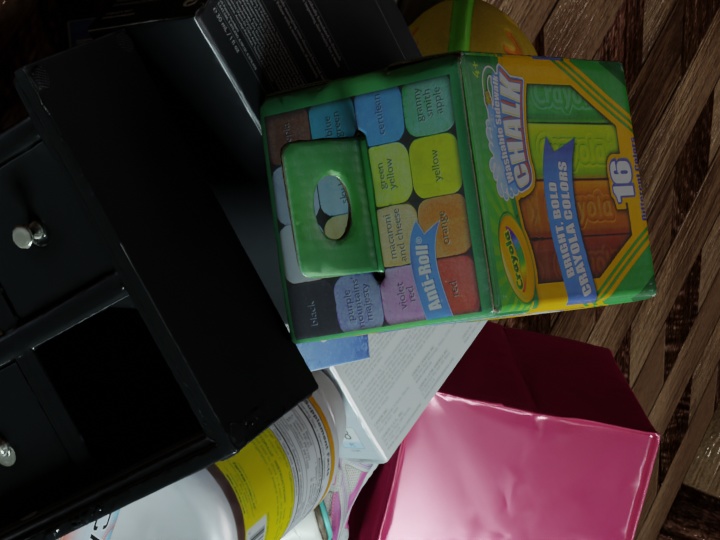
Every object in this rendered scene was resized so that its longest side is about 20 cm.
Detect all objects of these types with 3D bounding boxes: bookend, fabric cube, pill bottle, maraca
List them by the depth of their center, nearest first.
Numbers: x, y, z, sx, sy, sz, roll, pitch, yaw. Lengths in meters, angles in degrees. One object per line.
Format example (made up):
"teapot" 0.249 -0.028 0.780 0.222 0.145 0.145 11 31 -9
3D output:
"bookend" -0.158 0.021 1.079 0.201 0.198 0.092 62 30 -3
"pill bottle" -0.083 0.121 1.341 0.200 0.109 0.110 -36 142 -60
"maraca" 0.067 -0.116 1.426 0.200 0.106 0.138 -77 170 -64
"fabric cube" 0.098 0.162 1.726 0.200 0.198 0.198 -103 -153 -72

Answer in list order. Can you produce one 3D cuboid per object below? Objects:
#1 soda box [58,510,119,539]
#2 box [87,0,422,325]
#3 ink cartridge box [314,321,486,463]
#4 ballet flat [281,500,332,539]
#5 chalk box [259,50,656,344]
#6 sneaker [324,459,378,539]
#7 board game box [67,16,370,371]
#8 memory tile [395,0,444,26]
"soda box" -0.167 0.106 1.218 0.064 0.068 0.201 9 101 -69
"box" -0.036 -0.091 1.153 0.141 0.078 0.201 -56 131 -37
"ink cartridge box" 0.000 0.000 1.458 0.160 0.047 0.201 -51 125 -35
"ballet flat" -0.050 0.184 1.510 0.200 0.069 0.070 82 32 -72
"chalk box" 0.037 -0.034 1.076 0.199 0.123 0.126 -6 88 -54
"sneaker" -0.039 0.162 1.627 0.088 0.081 0.201 -39 145 -60
"board game box" -0.071 -0.038 1.207 0.198 0.043 0.202 -11 97 -56
"memory tile" 0.021 -0.188 1.395 0.200 0.017 0.154 -53 157 -40
